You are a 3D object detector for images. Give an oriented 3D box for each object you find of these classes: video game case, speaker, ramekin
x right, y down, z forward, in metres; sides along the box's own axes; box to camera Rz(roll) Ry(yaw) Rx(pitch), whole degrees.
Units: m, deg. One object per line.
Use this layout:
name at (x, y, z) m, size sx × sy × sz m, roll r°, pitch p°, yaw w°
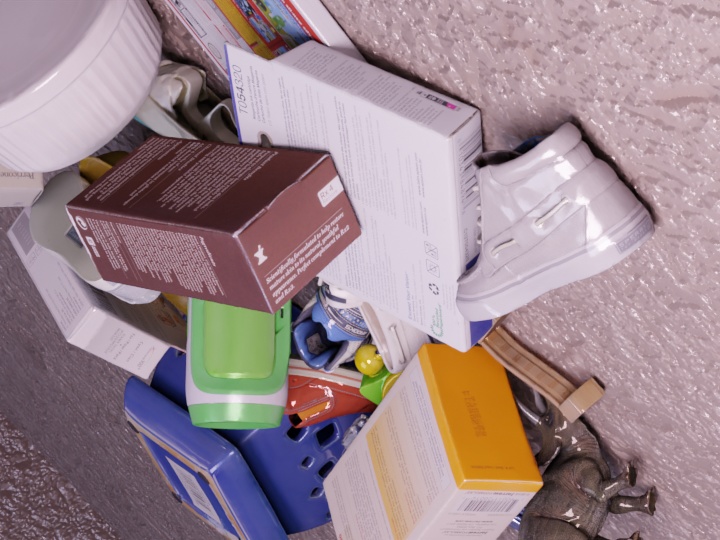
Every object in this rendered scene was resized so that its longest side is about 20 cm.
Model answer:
video game case at (-0.070, -0.171, 1.397) m, size 0.143 × 0.017 × 0.200 m, roll 51°, pitch 161°, yaw -11°
speaker at (-0.101, 0.028, 1.592) m, size 0.088 × 0.088 × 0.201 m, roll 154°, pitch 118°, yaw -70°
ramekin at (-0.248, -0.168, 1.532) m, size 0.202 × 0.203 × 0.094 m, roll 26°, pitch 163°, yaw 47°

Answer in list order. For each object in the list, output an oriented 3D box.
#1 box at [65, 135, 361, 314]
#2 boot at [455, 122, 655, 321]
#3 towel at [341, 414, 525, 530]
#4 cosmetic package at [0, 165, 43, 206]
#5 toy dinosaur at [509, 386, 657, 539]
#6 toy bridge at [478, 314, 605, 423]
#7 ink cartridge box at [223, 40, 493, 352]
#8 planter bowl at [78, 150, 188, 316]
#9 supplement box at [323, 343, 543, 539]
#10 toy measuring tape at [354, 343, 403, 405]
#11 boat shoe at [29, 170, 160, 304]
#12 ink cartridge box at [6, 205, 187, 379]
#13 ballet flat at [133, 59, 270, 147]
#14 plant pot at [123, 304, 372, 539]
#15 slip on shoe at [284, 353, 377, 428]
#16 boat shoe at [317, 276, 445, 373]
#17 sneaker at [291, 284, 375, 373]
box at (-0.106, -0.037, 1.371) m, size 0.199 × 0.100 × 0.075 m, roll 9°, pitch 132°, yaw 47°
boot at (0.102, -0.035, 1.225) m, size 0.096 × 0.073 × 0.200 m, roll 55°, pitch 148°, yaw -4°
towel at (0.075, 0.182, 1.657) m, size 0.199 × 0.024 × 0.147 m, roll 28°, pitch 170°, yaw -1°
cosmetic package at (-0.339, -0.161, 1.714) m, size 0.087 × 0.103 × 0.201 m, roll 156°, pitch 110°, yaw -70°
toy dinosaur at (0.159, 0.189, 1.446) m, size 0.102 × 0.201 × 0.077 m, roll 3°, pitch 165°, yaw 32°
toy bridge at (0.096, 0.033, 1.427) m, size 0.200 × 0.027 × 0.067 m, roll 46°, pitch 162°, yaw 8°
ink cartridge box at (0.001, -0.060, 1.347) m, size 0.199 × 0.043 × 0.197 m, roll 28°, pitch 143°, yaw 31°
planter bowl at (-0.156, -0.047, 1.721) m, size 0.200 × 0.083 × 0.201 m, roll 43°, pitch 161°, yaw 19°
supplement box at (0.052, 0.165, 1.492) m, size 0.200 × 0.073 × 0.127 m, roll -56°, pitch 39°, yaw 44°
toy measuring tape at (0.083, 0.115, 1.583) m, size 0.199 × 0.074 × 0.074 m, roll 34°, pitch 163°, yaw -12°
boat shoe at (-0.230, -0.023, 1.692) m, size 0.071 × 0.070 × 0.201 m, roll 38°, pitch -178°, yaw -37°
ink cartridge box at (-0.220, 0.030, 1.775) m, size 0.176 × 0.045 × 0.200 m, roll 29°, pitch -166°, yaw -38°
ballet flat at (-0.127, -0.126, 1.558) m, size 0.200 × 0.069 × 0.070 m, roll 40°, pitch 160°, yaw 14°
plant pot at (-0.100, 0.149, 1.843) m, size 0.200 × 0.180 × 0.201 m, roll 28°, pitch 153°, yaw 41°
slip on shoe at (-0.043, 0.108, 1.694) m, size 0.199 × 0.062 × 0.074 m, roll 9°, pitch -178°, yaw -18°
boat shoe at (0.000, 0.000, 1.485) m, size 0.200 × 0.070 × 0.071 m, roll 59°, pitch 174°, yaw -35°
sneaker at (-0.025, 0.045, 1.622) m, size 0.077 × 0.085 × 0.200 m, roll 45°, pitch 163°, yaw 7°
